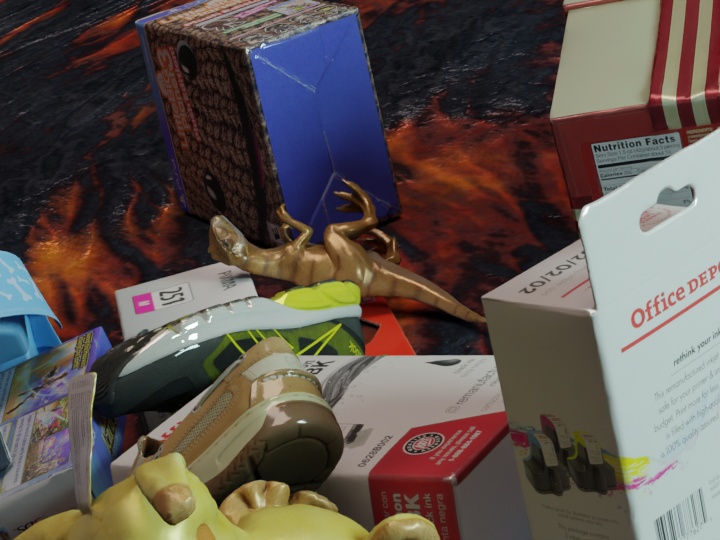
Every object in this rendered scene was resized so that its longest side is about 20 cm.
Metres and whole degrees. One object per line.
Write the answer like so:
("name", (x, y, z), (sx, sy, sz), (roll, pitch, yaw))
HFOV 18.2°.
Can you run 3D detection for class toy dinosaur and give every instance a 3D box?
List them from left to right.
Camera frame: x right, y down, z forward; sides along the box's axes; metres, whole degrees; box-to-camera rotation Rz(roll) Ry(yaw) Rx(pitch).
("toy dinosaur", (0.000, 0.000, 1.466), (0.198, 0.061, 0.106), (12, 41, 13))

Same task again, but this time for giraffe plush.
("giraffe plush", (-0.059, 0.153, 0.963), (0.161, 0.202, 0.172), (10, -1, -36))

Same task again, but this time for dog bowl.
("dog bowl", (-0.233, 0.044, 1.339), (0.111, 0.050, 0.200), (-20, -17, -7))

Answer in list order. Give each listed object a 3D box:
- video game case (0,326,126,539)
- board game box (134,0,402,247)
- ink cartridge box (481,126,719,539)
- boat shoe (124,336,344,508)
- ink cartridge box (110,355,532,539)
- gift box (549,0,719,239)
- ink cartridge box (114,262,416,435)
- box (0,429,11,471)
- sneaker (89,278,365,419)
("video game case", (-0.219, 0.119, 1.243), (0.180, 0.046, 0.200), (-25, 19, 6))
("board game box", (-0.071, -0.117, 1.688), (0.096, 0.161, 0.200), (-21, 20, -24))
("ink cartridge box", (0.123, 0.046, 0.982), (0.068, 0.201, 0.115), (7, 27, 45))
("boat shoe", (-0.086, 0.111, 1.058), (0.200, 0.071, 0.076), (-44, 48, 20))
("ink cartridge box", (-0.003, 0.106, 1.128), (0.199, 0.083, 0.147), (-1, 21, 30))
("gift box", (0.210, -0.075, 1.367), (0.183, 0.201, 0.187), (-4, 36, 14))
("ink cartridge box", (-0.063, 0.038, 1.426), (0.172, 0.044, 0.200), (-16, 19, -5))
("box", (-0.299, 0.097, 1.116), (0.148, 0.108, 0.200), (-14, 11, 30))
("sneaker", (-0.063, 0.060, 1.257), (0.199, 0.085, 0.074), (-15, -4, -42))
